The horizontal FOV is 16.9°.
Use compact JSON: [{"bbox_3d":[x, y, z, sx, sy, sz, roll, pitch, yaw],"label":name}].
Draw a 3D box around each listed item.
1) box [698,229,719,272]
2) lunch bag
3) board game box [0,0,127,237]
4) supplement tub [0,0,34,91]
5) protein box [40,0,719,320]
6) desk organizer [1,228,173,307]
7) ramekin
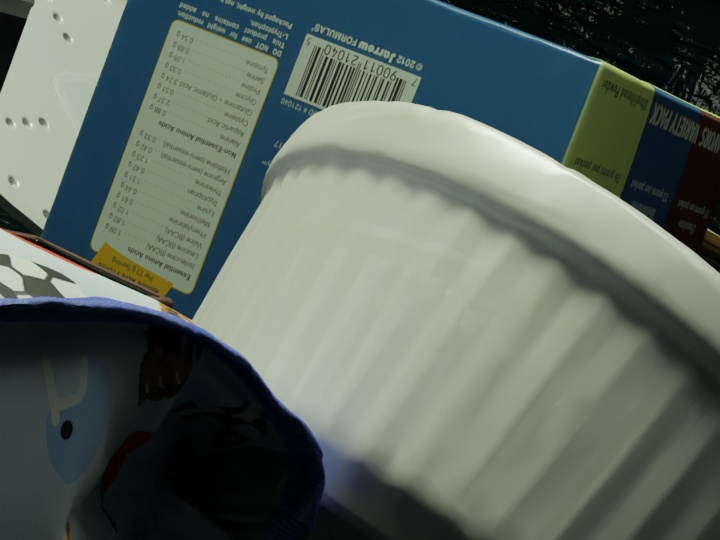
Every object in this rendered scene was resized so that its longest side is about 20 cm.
[{"bbox_3d":[0.111,0.012,1.035,0.163,0.021,0.200,29,-17,17],"label":"box"},{"bbox_3d":[-0.122,0.031,0.493,0.169,0.125,0.200,22,12,28],"label":"lunch bag"},{"bbox_3d":[-0.128,-0.064,1.159,0.200,0.026,0.201,41,32,-25],"label":"board game box"},{"bbox_3d":[-0.206,-0.081,0.919,0.139,0.201,0.140,20,5,-2],"label":"supplement tub"},{"bbox_3d":[0.000,0.000,0.896,0.198,0.201,0.135,23,5,30],"label":"protein box"},{"bbox_3d":[-0.147,0.023,0.733,0.071,0.078,0.200,23,5,30],"label":"desk organizer"},{"bbox_3d":[0.035,0.060,0.618,0.202,0.094,0.203,35,-20,14],"label":"ramekin"}]
